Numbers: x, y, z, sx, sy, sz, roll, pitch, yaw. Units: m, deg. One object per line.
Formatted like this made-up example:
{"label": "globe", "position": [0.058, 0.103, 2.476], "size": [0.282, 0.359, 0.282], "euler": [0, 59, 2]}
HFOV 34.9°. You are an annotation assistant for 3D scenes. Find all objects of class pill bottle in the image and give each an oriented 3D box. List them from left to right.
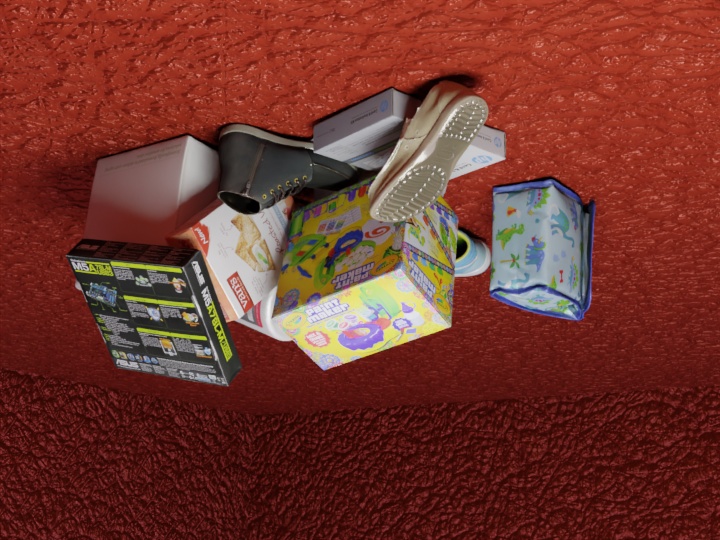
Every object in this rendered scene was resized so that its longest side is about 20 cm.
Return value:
{"label": "pill bottle", "position": [-0.162, 0.024, 1.686], "size": [0.199, 0.112, 0.110], "euler": [20, 180, 40]}

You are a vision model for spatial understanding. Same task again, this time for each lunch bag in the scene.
{"label": "lunch bag", "position": [0.286, -0.025, 1.707], "size": [0.126, 0.172, 0.199], "euler": [-4, 164, 35]}

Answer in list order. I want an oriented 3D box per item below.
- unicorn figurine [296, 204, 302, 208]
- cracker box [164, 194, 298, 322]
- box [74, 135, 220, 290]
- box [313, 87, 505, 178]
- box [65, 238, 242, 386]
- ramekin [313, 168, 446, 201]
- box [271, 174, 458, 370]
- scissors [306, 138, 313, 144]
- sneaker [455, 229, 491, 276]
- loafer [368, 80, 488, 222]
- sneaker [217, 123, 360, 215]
{"label": "unicorn figurine", "position": [-0.089, -0.067, 1.770], "size": [0.200, 0.074, 0.137], "euler": [41, -176, -26]}
{"label": "cracker box", "position": [-0.154, -0.036, 1.526], "size": [0.057, 0.135, 0.200], "euler": [-15, -161, 40]}
{"label": "box", "position": [-0.263, -0.053, 1.606], "size": [0.197, 0.202, 0.171], "euler": [-8, 158, 37]}
{"label": "box", "position": [0.063, -0.164, 1.462], "size": [0.199, 0.042, 0.155], "euler": [13, 160, -39]}
{"label": "box", "position": [-0.267, 0.054, 1.489], "size": [0.198, 0.048, 0.195], "euler": [5, 126, 30]}
{"label": "ramekin", "position": [0.025, -0.088, 1.651], "size": [0.198, 0.099, 0.201], "euler": [2, 165, 1]}
{"label": "box", "position": [0.009, -0.006, 1.479], "size": [0.198, 0.194, 0.122], "euler": [-20, 131, 29]}
{"label": "scissors", "position": [-0.080, -0.160, 1.565], "size": [0.073, 0.014, 0.199], "euler": [24, 152, -37]}
{"label": "sneaker", "position": [0.109, -0.026, 1.922], "size": [0.198, 0.080, 0.130], "euler": [-14, 163, 19]}
{"label": "loafer", "position": [0.074, -0.140, 1.349], "size": [0.075, 0.069, 0.200], "euler": [17, 124, -38]}
{"label": "sneaker", "position": [-0.097, -0.113, 1.509], "size": [0.198, 0.107, 0.075], "euler": [13, 151, -19]}
